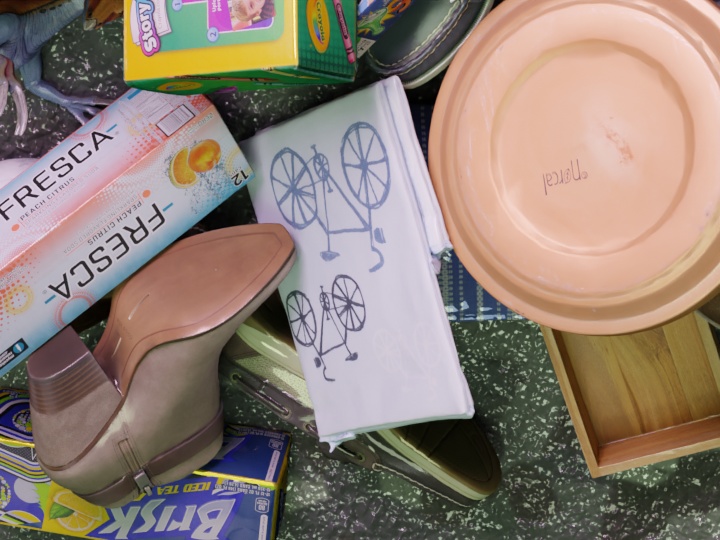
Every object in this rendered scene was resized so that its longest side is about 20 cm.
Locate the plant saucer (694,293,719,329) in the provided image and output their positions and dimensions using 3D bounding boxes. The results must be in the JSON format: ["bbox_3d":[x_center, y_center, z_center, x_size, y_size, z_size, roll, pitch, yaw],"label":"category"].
[{"bbox_3d":[0.268,-0.040,1.416,0.199,0.032,0.201,-1,128,-1],"label":"plant saucer"}]

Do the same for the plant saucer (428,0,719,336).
[{"bbox_3d":[0.129,-0.065,1.327,0.199,0.032,0.202,-1,88,24],"label":"plant saucer"}]

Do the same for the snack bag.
[{"bbox_3d":[0.000,0.000,1.425,0.188,0.021,0.201,-17,89,60],"label":"snack bag"}]

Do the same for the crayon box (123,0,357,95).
[{"bbox_3d":[-0.065,-0.199,1.308,0.118,0.058,0.201,-2,87,35],"label":"crayon box"}]

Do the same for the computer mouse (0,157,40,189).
[{"bbox_3d":[-0.259,-0.029,1.520,0.199,0.110,0.044,-24,100,8],"label":"computer mouse"}]

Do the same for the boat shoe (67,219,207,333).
[{"bbox_3d":[-0.185,0.003,1.537,0.199,0.070,0.071,-21,75,15],"label":"boat shoe"}]

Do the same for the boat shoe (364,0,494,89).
[{"bbox_3d":[0.055,-0.191,1.344,0.075,0.062,0.200,38,105,15],"label":"boat shoe"}]

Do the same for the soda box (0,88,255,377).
[{"bbox_3d":[-0.164,-0.031,1.450,0.200,0.064,0.069,-38,134,-9],"label":"soda box"}]

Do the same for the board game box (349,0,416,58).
[{"bbox_3d":[-0.017,-0.234,1.334,0.135,0.034,0.201,-42,66,25],"label":"board game box"}]

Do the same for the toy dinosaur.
[{"bbox_3d":[-0.227,-0.135,1.458,0.200,0.105,0.182,43,98,-2],"label":"toy dinosaur"}]

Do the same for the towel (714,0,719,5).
[{"bbox_3d":[0.284,-0.157,1.400,0.199,0.035,0.194,-2,114,12],"label":"towel"}]

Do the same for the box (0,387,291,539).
[{"bbox_3d":[-0.148,0.135,1.596,0.199,0.064,0.070,8,119,4],"label":"box"}]

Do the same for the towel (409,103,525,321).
[{"bbox_3d":[0.100,-0.037,1.496,0.199,0.024,0.146,-1,116,7],"label":"towel"}]

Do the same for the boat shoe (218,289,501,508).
[{"bbox_3d":[-0.004,0.089,1.550,0.200,0.072,0.066,35,123,-4],"label":"boat shoe"}]

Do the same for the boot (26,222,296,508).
[{"bbox_3d":[-0.112,0.064,1.496,0.199,0.070,0.146,-26,141,-2],"label":"boot"}]

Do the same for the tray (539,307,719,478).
[{"bbox_3d":[0.158,0.022,1.484,0.098,0.037,0.201,-15,113,13],"label":"tray"}]
